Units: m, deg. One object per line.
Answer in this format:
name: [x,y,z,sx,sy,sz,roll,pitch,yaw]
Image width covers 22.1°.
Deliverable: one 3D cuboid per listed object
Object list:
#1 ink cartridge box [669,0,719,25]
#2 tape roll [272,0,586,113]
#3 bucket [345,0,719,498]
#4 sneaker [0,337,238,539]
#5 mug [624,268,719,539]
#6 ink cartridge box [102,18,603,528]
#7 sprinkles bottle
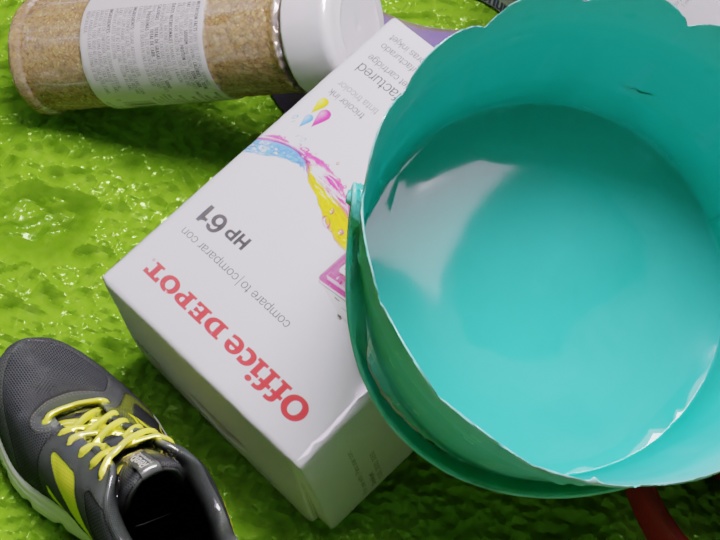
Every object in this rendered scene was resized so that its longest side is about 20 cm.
ink cartridge box: [0.161,-0.205,1.024,0.200,0.067,0.116,38,41,6]
tape roll: [0.042,-0.153,1.058,0.200,0.085,0.200,5,49,-5]
bucket: [0.090,-0.002,0.763,0.207,0.135,0.207,1,79,-7]
sneaker: [-0.102,0.092,0.829,0.074,0.085,0.200,-26,58,-27]
mug: [0.192,0.055,0.864,0.200,0.134,0.177,37,31,27]
ink cartridge box: [0.000,0.000,0.884,0.200,0.085,0.145,-44,64,-12]
sprinkles bottle: [-0.089,-0.121,0.971,0.200,0.068,0.068,-2,44,27]
